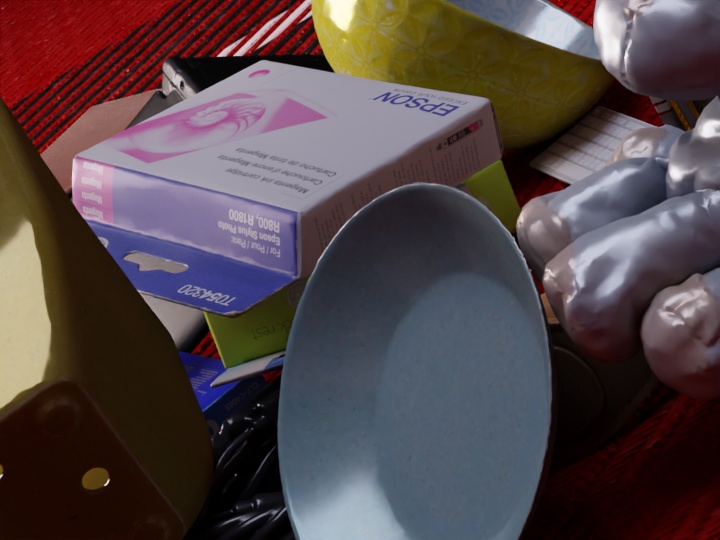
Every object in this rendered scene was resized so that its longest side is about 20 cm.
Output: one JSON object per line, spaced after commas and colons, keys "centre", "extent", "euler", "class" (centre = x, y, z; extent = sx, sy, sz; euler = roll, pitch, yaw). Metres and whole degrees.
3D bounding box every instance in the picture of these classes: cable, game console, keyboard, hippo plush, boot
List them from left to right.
{"centre": [-0.066, -0.042, 1.779], "extent": [0.175, 0.117, 0.200], "euler": [-4, 31, -27], "class": "game console"}
{"centre": [-0.024, 0.102, 1.417], "extent": [0.200, 0.051, 0.163], "euler": [-37, 23, -31], "class": "cable"}
{"centre": [0.117, 0.018, 1.373], "extent": [0.200, 0.074, 0.155], "euler": [-21, 17, 16], "class": "boot"}
{"centre": [0.149, -0.061, 1.614], "extent": [0.056, 0.011, 0.200], "euler": [-34, 18, -8], "class": "keyboard"}
{"centre": [0.159, -0.051, 1.195], "extent": [0.199, 0.161, 0.159], "euler": [12, 36, 22], "class": "hippo plush"}

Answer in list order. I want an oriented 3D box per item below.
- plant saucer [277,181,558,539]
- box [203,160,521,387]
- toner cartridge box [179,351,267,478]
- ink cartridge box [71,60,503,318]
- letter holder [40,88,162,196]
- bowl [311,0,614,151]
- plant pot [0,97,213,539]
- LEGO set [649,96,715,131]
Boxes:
{"centre": [0.034, 0.063, 1.279], "extent": [0.039, 0.202, 0.201], "euler": [7, -7, -35], "class": "plant saucer"}
{"centre": [0.000, 0.000, 1.562], "extent": [0.122, 0.048, 0.200], "euler": [-18, 8, 26], "class": "box"}
{"centre": [-0.123, 0.090, 1.609], "extent": [0.095, 0.043, 0.200], "euler": [-39, 19, -19], "class": "toner cartridge box"}
{"centre": [-0.060, -0.051, 1.547], "extent": [0.200, 0.043, 0.196], "euler": [-30, 29, -35], "class": "ink cartridge box"}
{"centre": [-0.161, -0.032, 1.902], "extent": [0.142, 0.101, 0.200], "euler": [-13, 25, 40], "class": "letter holder"}
{"centre": [0.049, -0.122, 1.725], "extent": [0.200, 0.200, 0.108], "euler": [-107, 40, -72], "class": "bowl"}
{"centre": [-0.182, 0.074, 1.368], "extent": [0.194, 0.196, 0.200], "euler": [-35, 36, -3], "class": "plant pot"}
{"centre": [0.234, -0.115, 1.440], "extent": [0.200, 0.116, 0.154], "euler": [-13, 25, 44], "class": "LEGO set"}
